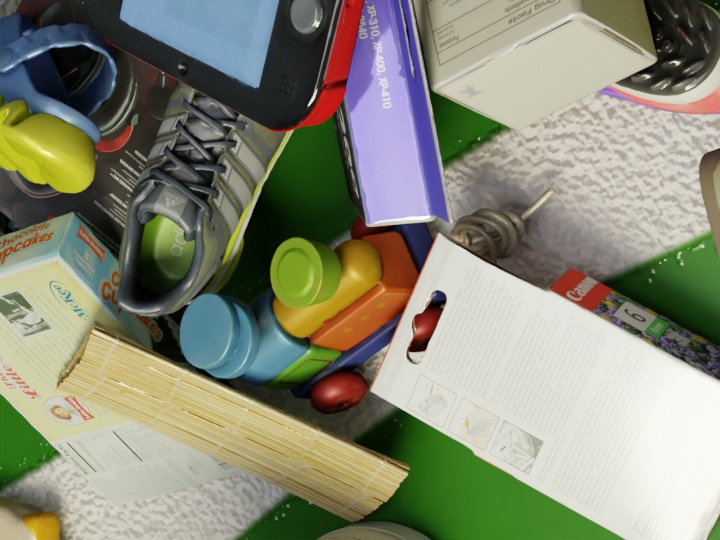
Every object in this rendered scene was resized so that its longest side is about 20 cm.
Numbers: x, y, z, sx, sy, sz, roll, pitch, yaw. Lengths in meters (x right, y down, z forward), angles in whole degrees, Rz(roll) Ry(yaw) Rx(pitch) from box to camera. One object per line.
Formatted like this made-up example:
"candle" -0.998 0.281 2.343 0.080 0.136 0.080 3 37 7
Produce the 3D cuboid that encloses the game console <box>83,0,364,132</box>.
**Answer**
"game console" -0.066 -0.178 1.168 0.200 0.031 0.177 30 117 41

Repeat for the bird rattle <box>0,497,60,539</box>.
"bird rattle" -0.240 0.227 1.501 0.200 0.113 0.164 -1 90 42

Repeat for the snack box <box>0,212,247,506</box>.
"snack box" -0.156 0.056 1.363 0.116 0.037 0.200 -16 130 31

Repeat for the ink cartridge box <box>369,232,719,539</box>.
"ink cartridge box" 0.116 0.064 1.257 0.200 0.050 0.109 29 114 12

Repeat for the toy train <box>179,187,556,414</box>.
"toy train" 0.000 0.000 1.271 0.200 0.116 0.085 -37 65 30

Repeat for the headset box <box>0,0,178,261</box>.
"headset box" -0.145 -0.088 1.363 0.149 0.075 0.200 40 117 14

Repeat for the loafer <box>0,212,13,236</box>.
"loafer" -0.244 -0.011 1.440 0.076 0.068 0.200 -20 91 31

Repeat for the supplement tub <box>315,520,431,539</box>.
"supplement tub" -0.028 0.228 1.301 0.132 0.200 0.132 7 106 27

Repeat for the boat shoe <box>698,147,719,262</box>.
"boat shoe" 0.235 0.024 1.182 0.068 0.072 0.200 -19 92 32

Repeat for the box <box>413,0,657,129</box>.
"box" 0.074 -0.184 1.173 0.095 0.078 0.200 -24 64 31

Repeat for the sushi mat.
"sushi mat" -0.073 0.089 1.324 0.200 0.012 0.096 25 149 -11

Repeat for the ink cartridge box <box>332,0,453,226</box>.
"ink cartridge box" 0.001 -0.125 1.212 0.043 0.200 0.199 -11 97 -5

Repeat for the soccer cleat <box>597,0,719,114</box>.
"soccer cleat" 0.122 -0.121 1.219 0.200 0.073 0.068 21 87 41

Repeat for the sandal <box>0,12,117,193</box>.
"sandal" -0.208 -0.109 1.316 0.200 0.080 0.087 21 73 33

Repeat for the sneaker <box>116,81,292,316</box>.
"sneaker" -0.083 -0.057 1.255 0.074 0.081 0.200 19 115 7
